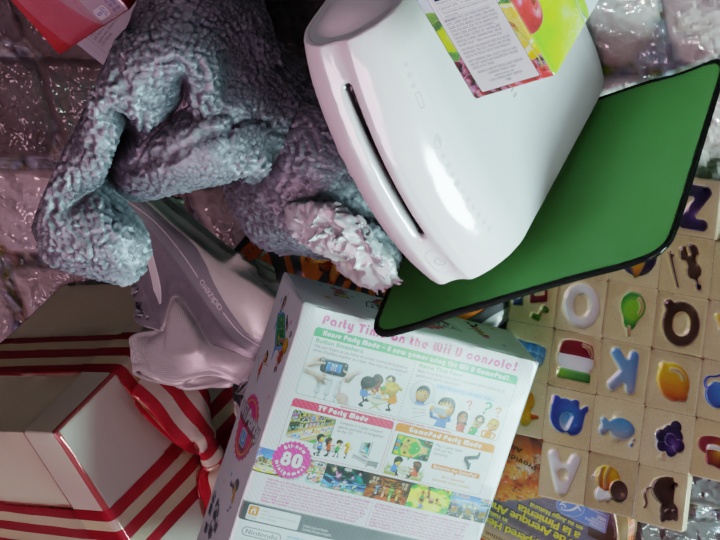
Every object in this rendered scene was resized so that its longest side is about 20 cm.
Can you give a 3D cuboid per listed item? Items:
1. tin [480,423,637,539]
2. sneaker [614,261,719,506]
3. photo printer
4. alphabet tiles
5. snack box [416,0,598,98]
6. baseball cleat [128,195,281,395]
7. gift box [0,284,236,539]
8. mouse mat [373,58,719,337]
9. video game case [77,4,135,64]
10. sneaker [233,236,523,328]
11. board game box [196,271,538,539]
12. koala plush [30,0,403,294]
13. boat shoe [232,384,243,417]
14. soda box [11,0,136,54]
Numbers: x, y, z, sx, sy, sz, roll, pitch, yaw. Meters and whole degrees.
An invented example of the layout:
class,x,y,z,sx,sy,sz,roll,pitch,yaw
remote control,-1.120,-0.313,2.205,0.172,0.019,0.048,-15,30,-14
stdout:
class,x,y,z,sx,sy,sz,roll,pitch,yaw
tin,0.078,0.129,1.482,0.200,0.042,0.112,24,117,26
sneaker,0.196,0.051,1.392,0.080,0.076,0.200,34,107,7
photo printer,0.049,-0.104,1.271,0.069,0.200,0.166,-9,122,33
alphabet tiles,0.153,0.042,1.380,0.166,0.006,0.200,10,98,36
snack box,0.075,-0.199,1.175,0.053,0.200,0.142,-13,120,35
baseball cleat,-0.126,0.004,1.453,0.200,0.106,0.070,36,-175,37
gift box,-0.143,0.100,1.563,0.187,0.200,0.185,-1,131,47
mouse mat,0.104,-0.040,1.324,0.200,0.161,0.008,-16,126,36
video game case,-0.144,-0.212,1.404,0.182,0.022,0.200,38,135,-7
sneaker,0.000,0.000,1.472,0.200,0.078,0.112,-14,111,25
board game box,-0.001,0.118,1.397,0.147,0.064,0.200,15,103,-17
koala plush,-0.052,-0.070,1.363,0.200,0.177,0.184,27,127,-3
boat shoe,-0.004,0.132,1.480,0.200,0.076,0.060,57,158,-9
soda box,-0.202,-0.224,1.364,0.070,0.063,0.200,-27,113,41
